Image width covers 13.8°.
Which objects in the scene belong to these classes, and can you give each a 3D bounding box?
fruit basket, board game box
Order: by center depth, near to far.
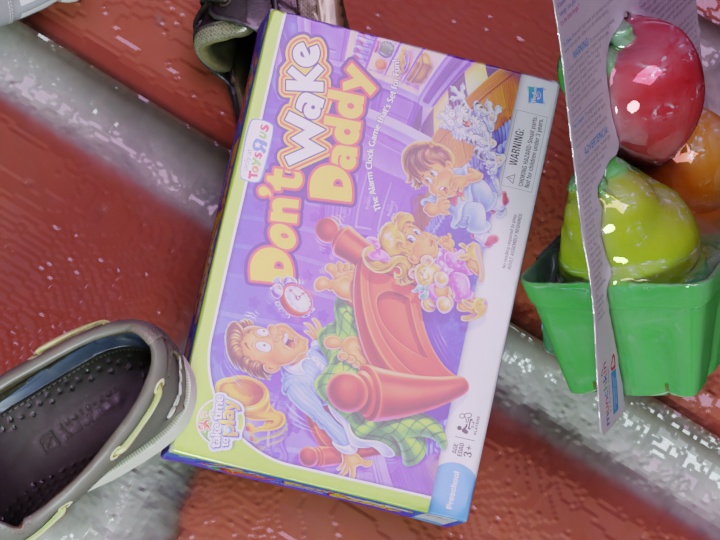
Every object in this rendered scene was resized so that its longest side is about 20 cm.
[{"bbox_3d":[0.000,0.000,1.324,0.134,0.045,0.201,13,81,-7],"label":"board game box"},{"bbox_3d":[0.121,-0.052,1.331,0.185,0.093,0.201,-44,124,-58],"label":"fruit basket"}]

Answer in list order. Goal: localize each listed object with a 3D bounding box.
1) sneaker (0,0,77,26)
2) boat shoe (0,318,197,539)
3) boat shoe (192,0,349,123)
[{"bbox_3d":[-0.217,-0.191,1.394,0.115,0.075,0.200,-32,76,-23],"label":"sneaker"},{"bbox_3d":[-0.158,0.089,1.248,0.201,0.060,0.072,-38,73,-6],"label":"boat shoe"},{"bbox_3d":[-0.046,-0.113,1.398,0.066,0.072,0.201,-12,72,-25],"label":"boat shoe"}]
